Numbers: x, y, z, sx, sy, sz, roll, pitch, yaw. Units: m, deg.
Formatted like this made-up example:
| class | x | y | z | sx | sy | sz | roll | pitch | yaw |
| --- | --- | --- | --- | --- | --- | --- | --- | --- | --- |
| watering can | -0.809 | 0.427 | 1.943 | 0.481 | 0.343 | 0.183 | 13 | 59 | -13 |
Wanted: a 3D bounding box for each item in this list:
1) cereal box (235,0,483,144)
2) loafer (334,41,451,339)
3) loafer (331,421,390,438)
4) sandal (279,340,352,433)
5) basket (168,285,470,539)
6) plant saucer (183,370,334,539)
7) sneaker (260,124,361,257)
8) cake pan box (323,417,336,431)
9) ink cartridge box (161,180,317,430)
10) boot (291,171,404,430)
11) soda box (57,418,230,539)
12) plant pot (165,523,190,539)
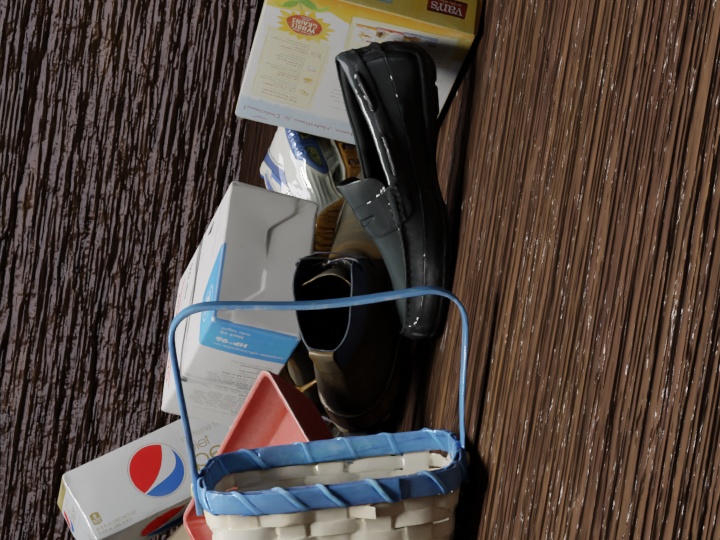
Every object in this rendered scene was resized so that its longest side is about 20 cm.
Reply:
| class | x | y | z | sx | sy | sz | roll | pitch | yaw |
| --- | --- | --- | --- | --- | --- | --- | --- | --- | --- |
| cereal box | -0.005 | -0.150 | 1.599 | 0.200 | 0.144 | 0.040 | 116 | 166 | -66 |
| loafer | 0.018 | -0.052 | 1.519 | 0.068 | 0.070 | 0.201 | -178 | 83 | -73 |
| loafer | -0.015 | 0.147 | 1.656 | 0.200 | 0.072 | 0.073 | -136 | 53 | -82 |
| sandal | -0.046 | 0.079 | 1.685 | 0.200 | 0.054 | 0.080 | -154 | 45 | -70 |
| basket | -0.021 | 0.113 | 1.345 | 0.139 | 0.176 | 0.200 | -101 | 9 | -78 |
| plant saucer | -0.036 | 0.195 | 1.534 | 0.200 | 0.037 | 0.200 | 58 | 144 | 24 |
| sneaker | -0.024 | -0.025 | 1.693 | 0.088 | 0.075 | 0.200 | -52 | 41 | 45 |
| cake pan box | -0.006 | 0.016 | 1.808 | 0.200 | 0.052 | 0.184 | 116 | 158 | -65 |
| ink cartridge box | -0.095 | 0.037 | 1.654 | 0.200 | 0.068 | 0.116 | 123 | 158 | -57 |
| boot | 0.000 | 0.000 | 1.562 | 0.097 | 0.075 | 0.200 | 61 | -150 | -60 |
| soda box | -0.139 | 0.158 | 1.810 | 0.064 | 0.200 | 0.068 | 58 | 158 | 17 |
| plant pot | -0.093 | 0.261 | 1.792 | 0.174 | 0.200 | 0.200 | -60 | 17 | 28 |
